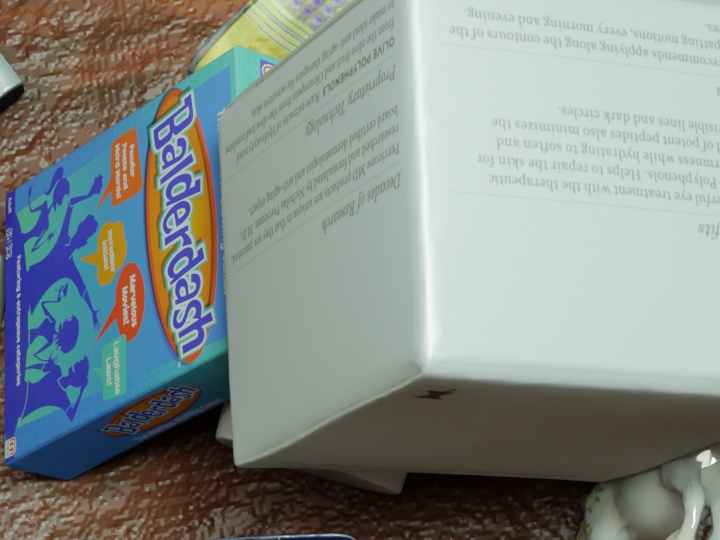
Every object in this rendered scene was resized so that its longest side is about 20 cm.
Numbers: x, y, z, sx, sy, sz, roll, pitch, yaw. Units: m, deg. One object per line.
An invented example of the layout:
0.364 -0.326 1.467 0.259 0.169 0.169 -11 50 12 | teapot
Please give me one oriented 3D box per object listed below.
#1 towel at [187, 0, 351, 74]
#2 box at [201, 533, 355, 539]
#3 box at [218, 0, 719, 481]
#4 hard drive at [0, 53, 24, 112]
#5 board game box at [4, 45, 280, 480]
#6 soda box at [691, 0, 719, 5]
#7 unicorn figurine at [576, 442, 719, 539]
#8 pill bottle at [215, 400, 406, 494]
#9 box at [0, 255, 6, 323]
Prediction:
0.018 -0.097 1.323 0.144 0.023 0.200 -43 69 -13 | towel
-0.096 0.160 1.170 0.199 0.121 0.033 -5 65 4 | box
0.066 -0.010 1.064 0.198 0.200 0.172 5 72 -26 | box
-0.296 -0.135 1.335 0.139 0.033 0.200 -38 85 -9 | hard drive
-0.103 0.000 1.215 0.200 0.045 0.153 -28 56 42 | board game box
0.139 -0.169 1.318 0.068 0.064 0.201 -23 66 -3 | soda box
0.154 0.104 1.143 0.074 0.200 0.138 33 50 -27 | unicorn figurine
0.000 0.000 1.220 0.113 0.114 0.201 15 82 12 | pill bottle
-0.216 0.082 1.261 0.038 0.041 0.201 4 68 7 | box
